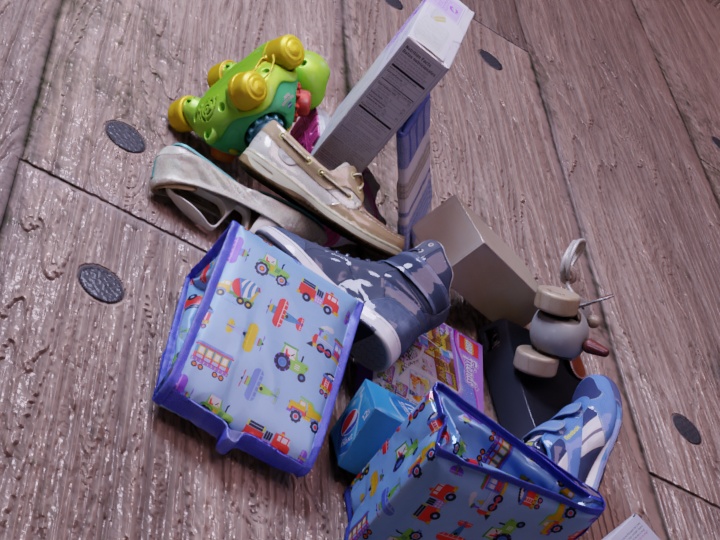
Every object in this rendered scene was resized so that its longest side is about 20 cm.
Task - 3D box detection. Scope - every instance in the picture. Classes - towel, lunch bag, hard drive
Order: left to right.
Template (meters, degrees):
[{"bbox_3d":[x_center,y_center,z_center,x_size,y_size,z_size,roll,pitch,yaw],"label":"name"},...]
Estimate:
[{"bbox_3d":[-0.093,0.082,1.257,0.150,0.094,0.201,32,39,-17],"label":"lunch bag"},{"bbox_3d":[0.057,-0.088,1.586,0.023,0.202,0.147,4,28,12],"label":"towel"},{"bbox_3d":[0.105,0.217,1.232,0.199,0.151,0.095,30,30,-16],"label":"lunch bag"},{"bbox_3d":[0.205,0.142,1.564,0.134,0.042,0.201,25,32,-25],"label":"hard drive"}]

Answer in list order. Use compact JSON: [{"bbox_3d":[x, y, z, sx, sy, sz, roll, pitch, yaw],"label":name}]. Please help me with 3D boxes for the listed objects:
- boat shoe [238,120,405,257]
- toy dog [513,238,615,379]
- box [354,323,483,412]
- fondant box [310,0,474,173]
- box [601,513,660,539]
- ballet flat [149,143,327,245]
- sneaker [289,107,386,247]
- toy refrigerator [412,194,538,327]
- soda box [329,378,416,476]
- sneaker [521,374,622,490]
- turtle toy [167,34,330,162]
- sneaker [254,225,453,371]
[{"bbox_3d":[-0.030,-0.084,1.472,0.199,0.067,0.074,33,-5,-10],"label":"boat shoe"},{"bbox_3d":[0.244,0.063,1.567,0.095,0.133,0.200,21,34,17],"label":"toy dog"},{"bbox_3d":[0.061,0.115,1.440,0.136,0.039,0.201,30,30,-14],"label":"box"},{"bbox_3d":[0.032,-0.195,1.515,0.058,0.200,0.145,37,35,-9],"label":"fondant box"},{"bbox_3d":[0.249,0.341,1.280,0.177,0.097,0.199,47,30,13],"label":"box"},{"bbox_3d":[-0.129,-0.058,1.456,0.198,0.067,0.063,28,60,-13],"label":"ballet flat"},{"bbox_3d":[-0.029,-0.100,1.603,0.088,0.081,0.202,15,45,-38],"label":"sneaker"},{"bbox_3d":[0.137,0.000,1.598,0.200,0.070,0.076,39,19,-54],"label":"toy refrigerator"},{"bbox_3d":[0.073,0.183,1.316,0.199,0.068,0.064,29,14,-19],"label":"soda box"},{"bbox_3d":[0.208,0.176,1.434,0.082,0.074,0.201,32,51,-6],"label":"sneaker"},{"bbox_3d":[-0.107,-0.190,1.553,0.200,0.145,0.102,-49,114,-38],"label":"turtle toy"},{"bbox_3d":[0.000,0.001,1.425,0.202,0.077,0.146,39,52,21],"label":"sneaker"}]
